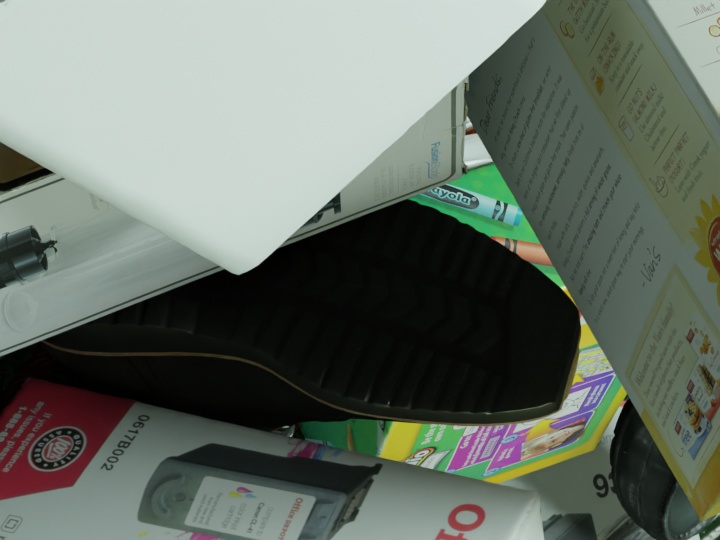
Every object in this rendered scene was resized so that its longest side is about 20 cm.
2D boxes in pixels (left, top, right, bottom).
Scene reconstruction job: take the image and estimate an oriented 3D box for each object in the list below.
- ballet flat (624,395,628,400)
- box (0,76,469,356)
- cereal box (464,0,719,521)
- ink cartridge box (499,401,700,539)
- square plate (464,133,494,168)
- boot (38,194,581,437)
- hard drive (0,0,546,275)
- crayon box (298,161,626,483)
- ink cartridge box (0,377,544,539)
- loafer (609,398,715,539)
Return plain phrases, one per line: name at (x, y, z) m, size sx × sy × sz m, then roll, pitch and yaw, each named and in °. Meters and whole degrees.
ballet flat at (0.142, -0.013, 1.148) m, size 0.069 × 0.070 × 0.200 m, roll -11°, pitch 154°, yaw -30°
box at (-0.067, -0.042, 0.859) m, size 0.200 × 0.060 × 0.117 m, roll -21°, pitch 158°, yaw -6°
cereal box at (0.089, -0.039, 0.838) m, size 0.039 × 0.200 × 0.144 m, roll -21°, pitch 159°, yaw -20°
ink cartridge box at (0.079, 0.144, 1.229) m, size 0.145 × 0.200 × 0.084 m, roll -8°, pitch 172°, yaw -36°
square plate at (0.000, 0.000, 1.070) m, size 0.198 × 0.028 × 0.200 m, roll -9°, pitch 154°, yaw -33°
boot at (-0.016, 0.036, 0.961) m, size 0.200 × 0.078 × 0.138 m, roll 14°, pitch 152°, yaw 18°
hard drive at (-0.054, -0.082, 0.733) m, size 0.132 × 0.027 × 0.200 m, roll -42°, pitch 137°, yaw 17°
crayon box at (0.051, 0.026, 1.064) m, size 0.119 × 0.058 × 0.200 m, roll -16°, pitch 157°, yaw -18°
ink cartridge box at (-0.052, 0.127, 0.900) m, size 0.200 × 0.148 × 0.086 m, roll 9°, pitch 132°, yaw 23°
loafer at (0.149, 0.055, 1.110) m, size 0.068 × 0.070 × 0.201 m, roll -35°, pitch 153°, yaw -28°
